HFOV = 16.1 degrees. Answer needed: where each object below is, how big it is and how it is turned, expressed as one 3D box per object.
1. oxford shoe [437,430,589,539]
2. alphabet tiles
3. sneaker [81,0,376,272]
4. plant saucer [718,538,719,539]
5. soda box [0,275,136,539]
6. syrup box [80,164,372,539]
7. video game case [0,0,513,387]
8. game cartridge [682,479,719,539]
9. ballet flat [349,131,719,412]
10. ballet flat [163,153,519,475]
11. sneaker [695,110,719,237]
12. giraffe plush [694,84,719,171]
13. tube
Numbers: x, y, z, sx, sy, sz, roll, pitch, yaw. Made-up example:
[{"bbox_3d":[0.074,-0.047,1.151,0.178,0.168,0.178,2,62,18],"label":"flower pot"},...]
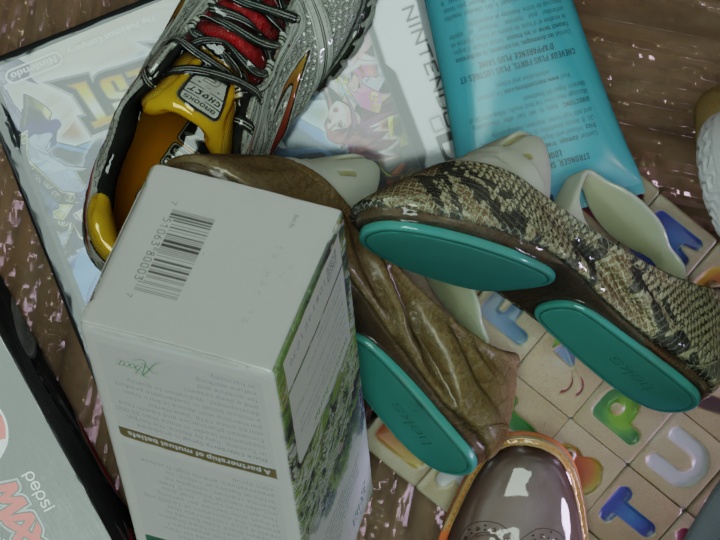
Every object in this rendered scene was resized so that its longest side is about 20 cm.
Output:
[{"bbox_3d":[0.062,0.170,1.079,0.071,0.073,0.201,6,100,-1],"label":"oxford shoe"},{"bbox_3d":[0.101,0.051,1.095,0.200,0.006,0.167,39,99,-10],"label":"alphabet tiles"},{"bbox_3d":[-0.050,-0.080,1.042,0.077,0.082,0.201,27,94,-1],"label":"sneaker"},{"bbox_3d":[0.201,0.119,0.919,0.200,0.048,0.200,-45,126,-7],"label":"plant saucer"},{"bbox_3d":[-0.143,0.096,1.085,0.063,0.071,0.201,-28,93,3],"label":"soda box"},{"bbox_3d":[-0.048,0.057,1.000,0.081,0.201,0.079,14,56,13],"label":"syrup box"},{"bbox_3d":[-0.042,-0.040,1.098,0.199,0.026,0.182,-21,94,2],"label":"video game case"},{"bbox_3d":[0.191,0.133,1.010,0.133,0.042,0.201,30,79,20],"label":"game cartridge"},{"bbox_3d":[0.077,-0.010,1.025,0.199,0.068,0.076,29,66,-34],"label":"ballet flat"},{"bbox_3d":[0.000,0.000,1.031,0.200,0.068,0.073,44,61,-26],"label":"ballet flat"},{"bbox_3d":[0.221,-0.015,0.922,0.200,0.075,0.115,35,131,-23],"label":"sneaker"},{"bbox_3d":[0.253,-0.022,1.051,0.199,0.172,0.163,-24,106,-32],"label":"giraffe plush"},{"bbox_3d":[0.056,-0.119,1.065,0.077,0.050,0.201,-15,85,1],"label":"tube"}]
